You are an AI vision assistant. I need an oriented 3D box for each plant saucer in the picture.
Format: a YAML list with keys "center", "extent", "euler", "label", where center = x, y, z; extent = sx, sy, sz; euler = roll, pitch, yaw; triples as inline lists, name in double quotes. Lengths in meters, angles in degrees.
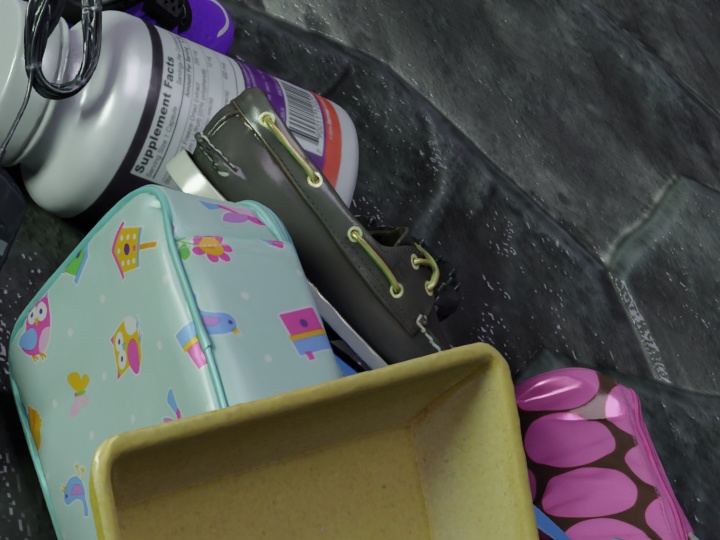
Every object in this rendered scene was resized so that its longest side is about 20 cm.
- center: [-0.012, 0.141, 0.700]
  extent: [0.199, 0.048, 0.201]
  euler: [-11, 92, -41]
  label: "plant saucer"

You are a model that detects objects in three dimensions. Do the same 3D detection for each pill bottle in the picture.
- center: [-0.110, -0.070, 1.003]
  extent: [0.199, 0.111, 0.112]
  euler: [21, 37, -30]
  label: "pill bottle"

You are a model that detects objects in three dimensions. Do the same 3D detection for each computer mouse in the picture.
- center: [-0.175, -0.060, 0.901]
  extent: [0.059, 0.034, 0.201]
  euler: [34, 71, -31]
  label: "computer mouse"

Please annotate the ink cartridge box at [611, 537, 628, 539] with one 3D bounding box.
- center: [0.103, 0.232, 0.831]
  extent: [0.042, 0.120, 0.200]
  euler: [12, 43, 13]
  label: "ink cartridge box"

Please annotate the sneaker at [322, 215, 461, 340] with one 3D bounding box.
- center: [-0.046, 0.017, 0.978]
  extent: [0.199, 0.091, 0.067]
  euler: [3, 42, -26]
  label: "sneaker"

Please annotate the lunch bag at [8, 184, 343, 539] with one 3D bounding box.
- center: [-0.078, 0.073, 0.824]
  extent: [0.077, 0.160, 0.201]
  euler: [4, 53, -38]
  label: "lunch bag"

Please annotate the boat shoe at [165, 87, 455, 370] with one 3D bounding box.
- center: [0.000, 0.000, 0.900]
  extent: [0.201, 0.061, 0.072]
  euler: [43, 3, -15]
  label: "boat shoe"

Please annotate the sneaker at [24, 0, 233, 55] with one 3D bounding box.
- center: [-0.131, -0.157, 1.095]
  extent: [0.200, 0.100, 0.070]
  euler: [-7, 57, -50]
  label: "sneaker"

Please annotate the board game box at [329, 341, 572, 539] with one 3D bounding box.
- center: [0.022, 0.090, 0.891]
  extent: [0.200, 0.039, 0.158]
  euler: [39, 0, -42]
  label: "board game box"

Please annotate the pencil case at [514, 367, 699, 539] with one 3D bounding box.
- center: [0.128, 0.127, 1.007]
  extent: [0.091, 0.094, 0.200]
  euler: [41, 16, -27]
  label: "pencil case"
